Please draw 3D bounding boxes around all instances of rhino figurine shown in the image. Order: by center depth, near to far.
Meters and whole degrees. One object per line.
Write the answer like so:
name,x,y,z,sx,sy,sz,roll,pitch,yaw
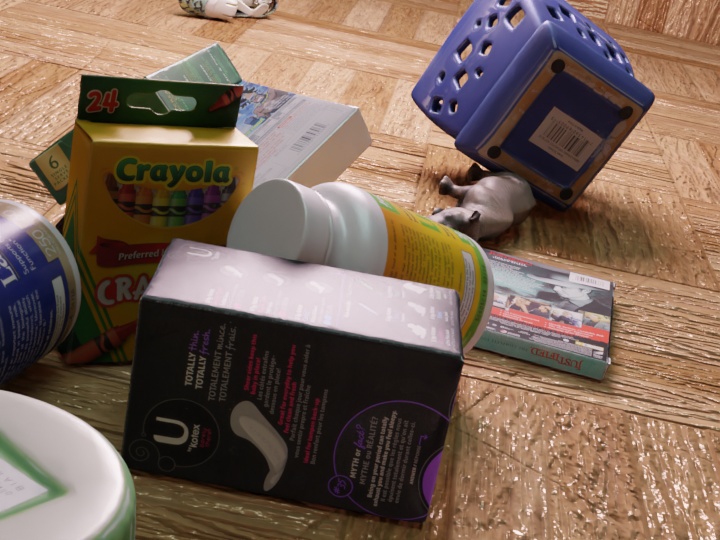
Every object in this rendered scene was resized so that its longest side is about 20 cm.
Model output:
rhino figurine,0.119,-0.062,1.308,0.087,0.060,0.200,17,23,22

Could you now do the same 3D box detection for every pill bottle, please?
pill bottle,-0.270,0.034,0.794,0.115,0.117,0.200,16,22,12
pill bottle,0.000,0.000,0.938,0.199,0.112,0.111,20,9,-45

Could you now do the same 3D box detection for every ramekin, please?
ramekin,-0.199,0.136,0.595,0.198,0.099,0.200,9,21,-4

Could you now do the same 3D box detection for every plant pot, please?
plant pot,0.202,-0.195,1.444,0.199,0.201,0.180,27,21,-27

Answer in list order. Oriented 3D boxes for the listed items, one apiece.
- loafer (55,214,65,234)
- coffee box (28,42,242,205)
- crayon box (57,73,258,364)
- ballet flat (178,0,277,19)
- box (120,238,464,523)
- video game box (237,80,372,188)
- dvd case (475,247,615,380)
loafer,-0.185,-0.060,1.011,0.199,0.063,0.072,-29,39,-3
coffee box,-0.174,-0.122,1.016,0.122,0.044,0.200,-31,10,16
crayon box,-0.147,-0.034,0.907,0.126,0.202,0.051,-2,24,-28
ballet flat,-0.212,-0.448,2.106,0.074,0.075,0.199,26,29,33
box,-0.042,0.068,0.812,0.198,0.124,0.106,11,22,-2
video game box,-0.118,-0.078,1.080,0.181,0.047,0.200,22,58,41
dvd case,0.155,0.033,1.139,0.144,0.022,0.200,14,23,7
